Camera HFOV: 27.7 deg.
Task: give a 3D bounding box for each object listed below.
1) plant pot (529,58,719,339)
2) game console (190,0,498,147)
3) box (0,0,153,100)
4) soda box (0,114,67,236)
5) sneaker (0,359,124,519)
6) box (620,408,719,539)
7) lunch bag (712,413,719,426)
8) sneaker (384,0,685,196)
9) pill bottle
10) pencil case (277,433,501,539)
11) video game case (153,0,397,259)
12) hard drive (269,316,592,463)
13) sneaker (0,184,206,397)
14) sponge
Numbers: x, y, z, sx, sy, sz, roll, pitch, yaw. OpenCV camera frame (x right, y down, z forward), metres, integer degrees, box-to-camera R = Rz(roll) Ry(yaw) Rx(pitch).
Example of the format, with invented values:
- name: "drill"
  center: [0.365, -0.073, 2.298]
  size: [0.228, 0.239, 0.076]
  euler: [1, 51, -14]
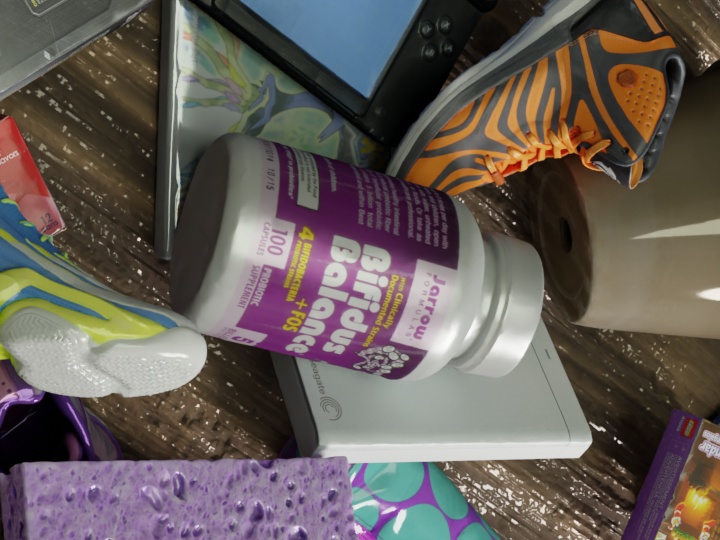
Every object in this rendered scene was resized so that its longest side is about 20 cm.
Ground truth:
- name: "plant pot"
  center: [0.211, -0.035, 0.960]
  size: [0.171, 0.200, 0.203]
  euler: [-10, 105, -12]
- name: "game console"
  center: [0.018, -0.187, 0.822]
  size: [0.199, 0.116, 0.177]
  euler: [34, 81, -29]
- name: "box"
  center: [-0.220, -0.180, 0.725]
  size: [0.158, 0.048, 0.201]
  euler: [-36, 102, -19]
- name: "soda box"
  center: [-0.257, -0.007, 0.748]
  size: [0.199, 0.063, 0.071]
  euler: [-33, 113, -22]
- name: "sneaker"
  center: [-0.169, 0.100, 0.780]
  size: [0.080, 0.088, 0.201]
  euler: [-41, 139, -16]
- name: "box"
  center: [0.279, 0.199, 1.032]
  size: [0.198, 0.039, 0.138]
  euler: [25, 86, -23]
- name: "lunch bag"
  center: [0.314, 0.205, 1.117]
  size: [0.160, 0.075, 0.201]
  euler: [-44, 116, -19]
- name: "sneaker"
  center: [0.110, -0.078, 0.871]
  size: [0.200, 0.078, 0.112]
  euler: [-42, 75, 7]
- name: "pill bottle"
  center: [0.000, 0.000, 0.829]
  size: [0.198, 0.112, 0.114]
  euler: [14, 92, -20]
- name: "pencil case"
  center: [0.030, 0.172, 0.935]
  size: [0.200, 0.084, 0.093]
  euler: [50, 35, -26]
- name: "video game case"
  center: [-0.036, -0.109, 0.884]
  size: [0.180, 0.022, 0.203]
  euler: [-2, 100, -30]
- name: "hard drive"
  center: [0.039, 0.057, 0.906]
  size: [0.198, 0.133, 0.027]
  euler: [3, 140, -30]
- name: "sneaker"
  center: [-0.167, -0.005, 0.693]
  size: [0.197, 0.076, 0.106]
  euler: [10, 62, -10]
- name: "sponge"
  center: [-0.084, 0.154, 0.747]
  size: [0.198, 0.030, 0.113]
  euler: [5, 70, -38]
